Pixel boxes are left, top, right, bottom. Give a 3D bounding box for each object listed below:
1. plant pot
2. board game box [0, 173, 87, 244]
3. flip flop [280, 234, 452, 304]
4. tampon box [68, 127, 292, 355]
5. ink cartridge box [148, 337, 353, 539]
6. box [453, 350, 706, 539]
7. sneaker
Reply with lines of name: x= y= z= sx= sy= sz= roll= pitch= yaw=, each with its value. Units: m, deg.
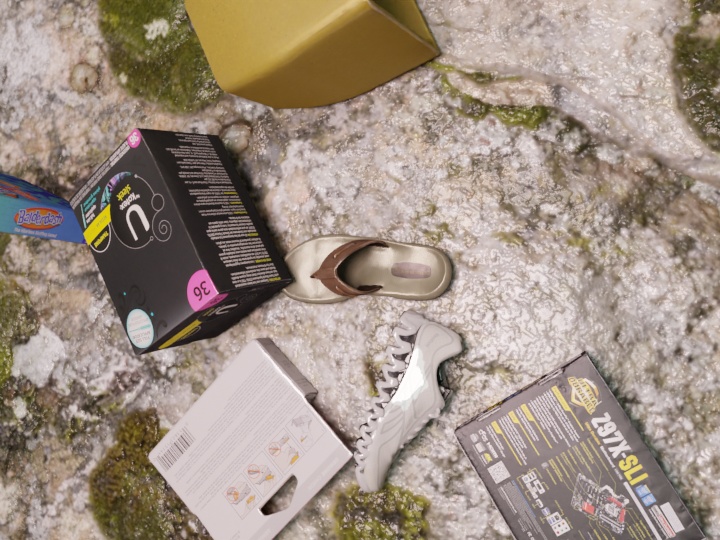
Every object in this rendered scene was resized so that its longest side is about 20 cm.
plant pot: x=-0.068 y=-0.282 z=0.776 sx=0.200 sy=0.194 sz=0.196 roll=-28 pitch=79 yaw=24
board game box: x=-0.440 y=-0.086 z=0.876 sx=0.152 sy=0.200 sz=0.045 roll=24 pitch=94 yaw=17
flip flop: x=0.000 y=0.000 z=0.799 sx=0.199 sy=0.058 sz=0.081 roll=3 pitch=88 yaw=19
tampon box: x=-0.203 y=-0.033 z=0.814 sx=0.150 sy=0.126 sz=0.200 roll=-35 pitch=77 yaw=31
ink cartridge box: x=-0.123 y=0.208 z=0.834 sx=0.176 sy=0.045 sz=0.200 roll=46 pitch=101 yaw=16
box: x=0.211 y=0.207 z=0.722 sx=0.160 sy=0.049 sz=0.200 roll=-34 pitch=77 yaw=11
sneaker: x=0.049 y=0.146 z=0.771 sx=0.081 sy=0.075 sz=0.201 roll=19 pitch=93 yaw=9
